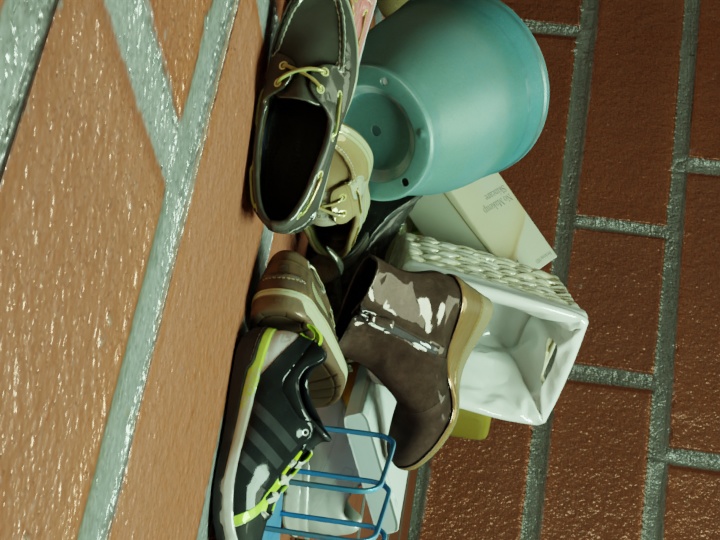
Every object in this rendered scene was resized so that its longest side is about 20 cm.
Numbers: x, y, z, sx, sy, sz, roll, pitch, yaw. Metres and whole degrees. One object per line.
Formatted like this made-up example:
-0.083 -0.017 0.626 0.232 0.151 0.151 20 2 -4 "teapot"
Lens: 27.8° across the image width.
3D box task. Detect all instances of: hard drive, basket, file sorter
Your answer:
0.022 0.165 1.511 0.200 0.026 0.133 -73 149 -70 "hard drive"
0.113 0.055 1.503 0.124 0.199 0.136 -100 -152 -63 "basket"
-0.041 0.254 1.323 0.139 0.122 0.202 -59 156 -72 "file sorter"

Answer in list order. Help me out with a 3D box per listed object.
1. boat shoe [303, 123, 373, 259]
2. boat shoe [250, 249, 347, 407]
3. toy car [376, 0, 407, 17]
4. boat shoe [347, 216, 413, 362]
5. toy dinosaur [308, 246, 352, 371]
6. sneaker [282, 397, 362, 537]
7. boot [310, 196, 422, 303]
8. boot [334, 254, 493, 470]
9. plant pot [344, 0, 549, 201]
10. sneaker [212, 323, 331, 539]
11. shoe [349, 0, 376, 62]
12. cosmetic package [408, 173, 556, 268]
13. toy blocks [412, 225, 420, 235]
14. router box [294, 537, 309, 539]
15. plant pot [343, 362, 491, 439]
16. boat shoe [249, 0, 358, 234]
-0.027 -0.070 1.321 0.200 0.073 0.067 71 29 -64 "boat shoe"
-0.048 0.051 1.271 0.203 0.074 0.075 84 10 -60 "boat shoe"
0.080 -0.334 1.712 0.201 0.157 0.165 106 -12 -45 "toy car"
-0.003 0.002 1.643 0.066 0.072 0.202 20 91 -45 "boat shoe"
-0.042 0.035 1.390 0.201 0.076 0.103 75 6 -49 "toy dinosaur"
-0.029 0.177 1.486 0.075 0.086 0.202 -51 146 -74 "sneaker"
0.000 0.000 1.558 0.200 0.069 0.175 -44 148 -37 "boot"
0.028 0.088 1.377 0.072 0.166 0.201 35 -75 49 "boot"
0.057 -0.160 1.430 0.188 0.199 0.201 -36 136 -51 "plant pot"
-0.066 0.141 1.161 0.072 0.082 0.202 21 76 -82 "sneaker"
-0.020 -0.228 1.225 0.091 0.071 0.202 -74 174 -82 "shoe"
0.119 -0.065 1.636 0.073 0.201 0.103 -40 174 41 "cosmetic package"
0.042 -0.150 1.780 0.200 0.099 0.138 -92 175 -59 "toy blocks"
-0.060 0.413 1.599 0.201 0.052 0.158 88 11 -51 "router box"
0.081 0.079 1.736 0.200 0.194 0.196 103 -4 -75 "plant pot"
-0.043 -0.128 1.132 0.061 0.071 0.203 -36 135 -86 "boat shoe"
